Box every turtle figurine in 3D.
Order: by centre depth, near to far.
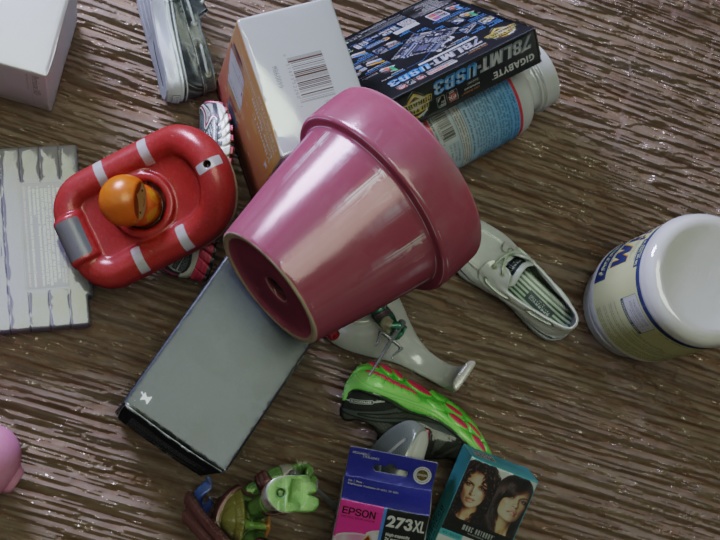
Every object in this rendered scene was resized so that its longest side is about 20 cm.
[{"bbox_3d":[-0.072,0.267,1.209,0.144,0.194,0.200,-44,94,-19],"label":"turtle figurine"},{"bbox_3d":[0.000,0.000,1.278,0.100,0.150,0.201,6,59,17],"label":"turtle figurine"}]

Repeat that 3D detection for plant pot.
[{"bbox_3d":[-0.019,-0.038,1.097,0.179,0.200,0.200,-39,90,-20],"label":"plant pot"}]

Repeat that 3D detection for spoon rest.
[{"bbox_3d":[0.035,0.070,1.349,0.200,0.061,0.100,36,72,10],"label":"spoon rest"}]

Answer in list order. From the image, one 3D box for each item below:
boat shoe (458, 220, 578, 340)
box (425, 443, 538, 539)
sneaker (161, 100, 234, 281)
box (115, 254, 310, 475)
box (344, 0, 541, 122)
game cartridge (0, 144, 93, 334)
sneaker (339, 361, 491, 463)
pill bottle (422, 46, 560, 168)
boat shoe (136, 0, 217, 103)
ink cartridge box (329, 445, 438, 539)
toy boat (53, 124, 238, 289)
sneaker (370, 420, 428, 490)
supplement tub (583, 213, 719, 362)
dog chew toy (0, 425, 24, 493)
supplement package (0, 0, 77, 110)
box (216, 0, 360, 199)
[{"bbox_3d":[0.176,0.000,1.382,0.200,0.067,0.074,38,73,-3],"label":"boat shoe"},{"bbox_3d":[0.112,0.297,1.285,0.082,0.049,0.201,21,95,-8],"label":"box"},{"bbox_3d":[-0.183,-0.092,1.312,0.074,0.081,0.201,11,77,-8],"label":"sneaker"},{"bbox_3d":[-0.143,0.094,1.222,0.124,0.197,0.201,35,74,-4],"label":"box"},{"bbox_3d":[0.066,-0.237,1.345,0.199,0.198,0.050,-30,126,-17],"label":"box"},{"bbox_3d":[-0.358,-0.033,1.284,0.129,0.038,0.201,-3,80,-18],"label":"game cartridge"},{"bbox_3d":[0.063,0.177,1.329,0.199,0.077,0.084,33,105,-10],"label":"sneaker"},{"bbox_3d":[0.129,-0.188,1.387,0.199,0.109,0.109,-29,86,-17],"label":"pill bottle"},{"bbox_3d":[-0.209,-0.290,1.358,0.071,0.072,0.201,-11,92,-24],"label":"boat shoe"},{"bbox_3d":[0.015,0.286,1.230,0.094,0.037,0.201,11,100,-1],"label":"ink cartridge box"},{"bbox_3d":[-0.225,-0.068,1.215,0.199,0.131,0.131,-27,86,5],"label":"toy boat"},{"bbox_3d":[0.036,0.254,1.284,0.080,0.070,0.201,16,104,-22],"label":"sneaker"},{"bbox_3d":[0.346,0.026,1.347,0.144,0.200,0.146,2,79,-13],"label":"supplement tub"},{"bbox_3d":[-0.426,0.158,1.189,0.199,0.124,0.125,34,73,-13],"label":"dog chew toy"},{"bbox_3d":[-0.413,-0.267,1.271,0.199,0.121,0.121,14,77,-9],"label":"supplement package"},{"bbox_3d":[-0.076,-0.175,1.289,0.106,0.200,0.153,-17,82,-16],"label":"box"}]
